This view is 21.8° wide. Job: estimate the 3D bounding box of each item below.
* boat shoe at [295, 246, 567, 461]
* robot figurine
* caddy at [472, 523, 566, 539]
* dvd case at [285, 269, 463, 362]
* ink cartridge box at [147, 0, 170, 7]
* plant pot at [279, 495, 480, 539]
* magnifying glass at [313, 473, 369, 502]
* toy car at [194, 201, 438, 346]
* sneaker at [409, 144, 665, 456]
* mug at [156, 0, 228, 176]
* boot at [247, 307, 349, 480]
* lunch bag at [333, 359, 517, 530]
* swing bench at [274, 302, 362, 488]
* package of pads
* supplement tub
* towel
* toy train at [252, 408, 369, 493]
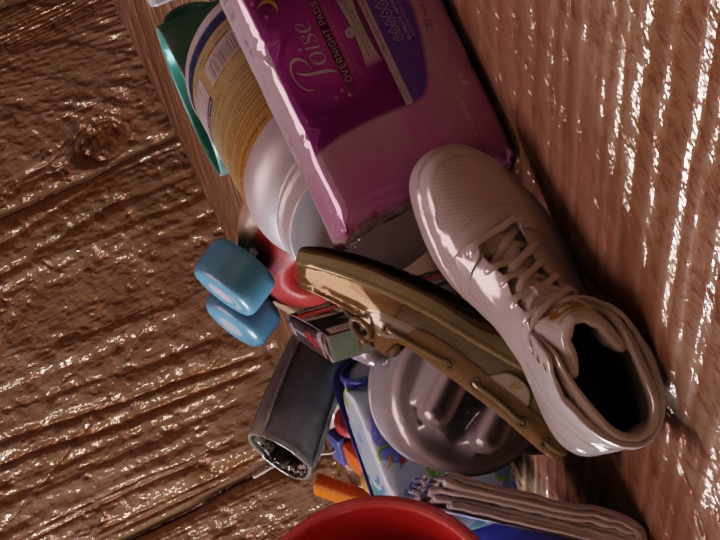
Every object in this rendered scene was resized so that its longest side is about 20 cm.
[{"bbox_3d":[0.045,0.046,1.130,0.199,0.064,0.073,25,-175,1],"label":"boat shoe"},{"bbox_3d":[0.066,0.085,1.328,0.169,0.114,0.200,31,174,-5],"label":"robot figurine"},{"bbox_3d":[0.144,0.265,1.403,0.200,0.104,0.143,-136,43,-56],"label":"caddy"},{"bbox_3d":[0.031,0.025,1.271,0.200,0.144,0.022,-172,66,-81],"label":"dvd case"},{"bbox_3d":[-0.118,-0.307,1.283,0.083,0.144,0.202,-123,11,-60],"label":"ink cartridge box"},{"bbox_3d":[0.027,0.268,1.267,0.202,0.199,0.177,63,-176,22],"label":"plant pot"},{"bbox_3d":[0.048,0.240,1.836,0.198,0.023,0.080,16,143,15],"label":"magnifying glass"},{"bbox_3d":[0.000,0.000,1.516,0.199,0.185,0.177,35,165,12],"label":"toy car"},{"bbox_3d":[0.102,0.011,1.027,0.201,0.073,0.116,56,171,0],"label":"sneaker"},{"bbox_3d":[-0.118,-0.196,1.770,0.152,0.113,0.187,99,146,-78],"label":"mug"},{"bbox_3d":[-0.024,0.088,1.655,0.182,0.072,0.202,41,-126,-52],"label":"boot"},{"bbox_3d":[0.056,0.141,1.586,0.200,0.126,0.172,-62,-47,-84],"label":"lunch bag"},{"bbox_3d":[-0.010,0.096,1.895,0.200,0.129,0.200,52,164,43],"label":"swing bench"},{"bbox_3d":[-0.002,-0.126,1.122,0.076,0.120,0.202,119,126,-81],"label":"package of pads"},{"bbox_3d":[-0.028,-0.099,1.300,0.145,0.143,0.201,73,170,-46],"label":"supplement tub"},{"bbox_3d":[0.108,0.164,1.280,0.200,0.145,0.024,118,166,-82],"label":"towel"},{"bbox_3d":[0.013,0.187,1.730,0.116,0.199,0.085,55,168,32],"label":"toy train"}]
